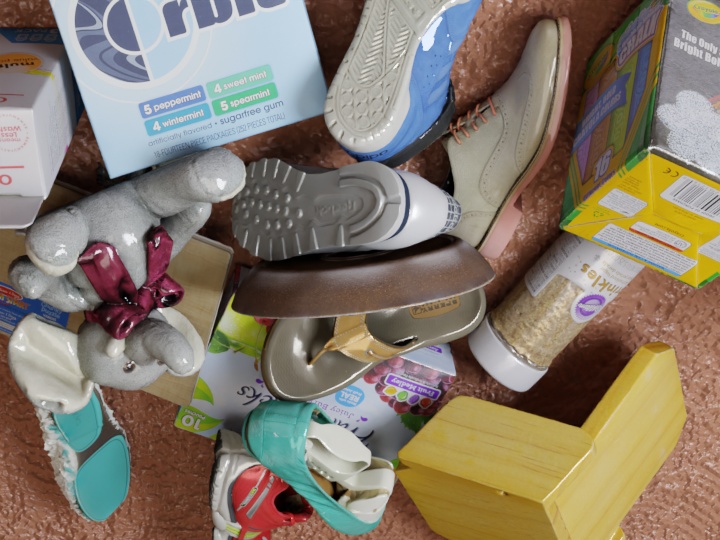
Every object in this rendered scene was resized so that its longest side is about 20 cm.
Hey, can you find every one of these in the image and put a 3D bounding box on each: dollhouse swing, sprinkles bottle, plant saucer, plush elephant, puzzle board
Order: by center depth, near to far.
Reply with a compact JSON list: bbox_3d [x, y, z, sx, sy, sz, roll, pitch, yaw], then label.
[{"bbox_3d":[-0.171,0.021,0.936,0.199,0.164,0.156,-10,104,53],"label":"plush elephant"},{"bbox_3d":[0.000,0.000,0.968,0.198,0.200,0.032,-8,98,3],"label":"plant saucer"},{"bbox_3d":[-0.209,0.011,1.038,0.198,0.017,0.152,21,119,4],"label":"puzzle board"},{"bbox_3d":[0.172,0.006,1.040,0.068,0.068,0.200,32,113,-18],"label":"sprinkles bottle"},{"bbox_3d":[0.157,0.144,1.098,0.180,0.177,0.200,14,154,28],"label":"dollhouse swing"}]

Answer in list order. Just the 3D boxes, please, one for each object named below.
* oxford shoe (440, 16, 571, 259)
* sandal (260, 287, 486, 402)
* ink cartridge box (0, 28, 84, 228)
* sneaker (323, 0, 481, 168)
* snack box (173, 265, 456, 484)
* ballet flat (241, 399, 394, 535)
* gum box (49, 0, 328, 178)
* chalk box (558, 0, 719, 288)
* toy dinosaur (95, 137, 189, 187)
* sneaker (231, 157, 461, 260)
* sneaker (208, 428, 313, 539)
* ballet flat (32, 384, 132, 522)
[{"bbox_3d":[0.102,-0.100,0.977,0.073,0.071,0.202,15,118,-7],"label":"oxford shoe"},{"bbox_3d":[0.014,0.042,1.021,0.198,0.054,0.081,-17,88,-17],"label":"sandal"},{"bbox_3d":[-0.263,-0.102,0.891,0.114,0.201,0.068,-1,120,-1],"label":"ink cartridge box"},{"bbox_3d":[0.043,-0.166,0.944,0.076,0.111,0.202,24,84,14],"label":"sneaker"},{"bbox_3d":[-0.039,0.097,1.094,0.198,0.053,0.143,20,119,-12],"label":"snack box"},{"bbox_3d":[-0.014,0.161,1.029,0.070,0.068,0.200,-4,148,33],"label":"ballet flat"},{"bbox_3d":[-0.126,-0.185,0.907,0.168,0.045,0.202,-17,111,-4],"label":"gum box"},{"bbox_3d":[0.233,-0.115,0.923,0.123,0.202,0.124,22,150,-12],"label":"chalk box"},{"bbox_3d":[-0.158,-0.088,0.993,0.087,0.048,0.202,2,123,-11],"label":"toy dinosaur"},{"bbox_3d":[-0.019,-0.043,0.970,0.080,0.199,0.077,1,95,-45],"label":"sneaker"},{"bbox_3d":[-0.082,0.204,1.105,0.084,0.078,0.201,6,148,2],"label":"sneaker"},{"bbox_3d":[-0.239,0.134,1.101,0.071,0.072,0.201,-1,138,-1],"label":"ballet flat"}]
